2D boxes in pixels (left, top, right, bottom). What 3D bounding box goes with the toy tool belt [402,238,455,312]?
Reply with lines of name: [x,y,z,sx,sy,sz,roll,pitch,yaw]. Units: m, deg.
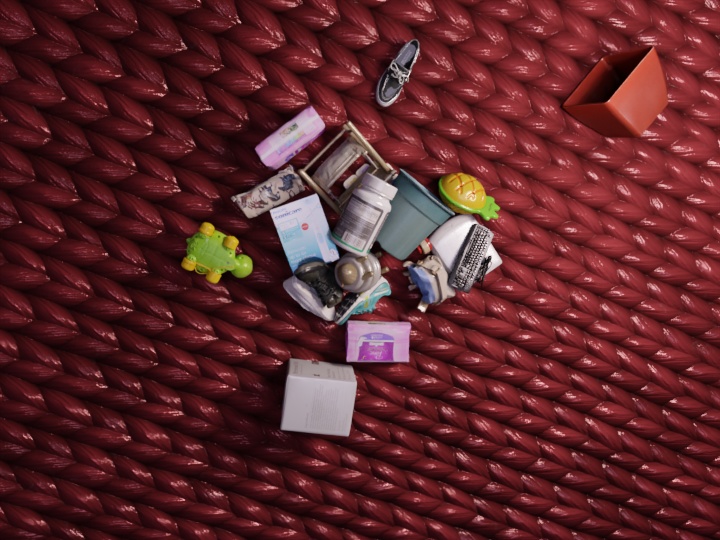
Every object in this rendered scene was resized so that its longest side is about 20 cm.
toy tool belt: [0.185,0.015,1.516,0.123,0.125,0.200,-30,102,-8]

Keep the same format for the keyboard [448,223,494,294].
keyboard: [0.339,-0.031,1.490,0.104,0.040,0.200,25,85,-13]

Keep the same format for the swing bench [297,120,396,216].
swing bench: [-0.039,-0.275,1.446,0.199,0.130,0.200,-44,103,3]

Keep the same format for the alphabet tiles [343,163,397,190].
alphabet tiles: [0.045,-0.213,1.528,0.196,0.015,0.200,-41,98,0]

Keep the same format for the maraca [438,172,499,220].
maraca: [0.318,-0.215,1.500,0.200,0.137,0.107,28,137,-2]

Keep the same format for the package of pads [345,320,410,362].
package of pads: [0.053,0.216,1.551,0.199,0.076,0.121,1,96,-6]

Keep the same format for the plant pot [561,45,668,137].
plant pot: [0.756,-0.494,1.484,0.176,0.200,0.200,40,92,-20]

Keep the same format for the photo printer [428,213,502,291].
photo printer: [0.308,-0.062,1.544,0.166,0.069,0.200,-36,99,-3]

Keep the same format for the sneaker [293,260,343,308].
sneaker: [-0.107,0.041,1.443,0.076,0.199,0.114,-28,68,17]

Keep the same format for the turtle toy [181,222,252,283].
turtle toy: [-0.403,-0.041,1.461,0.200,0.101,0.146,29,94,-9]

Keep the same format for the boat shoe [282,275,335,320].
boat shoe: [-0.151,0.086,1.504,0.068,0.072,0.200,-15,141,32]

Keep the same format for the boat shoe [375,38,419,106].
boat shoe: [0.110,-0.565,1.464,0.074,0.068,0.200,35,93,-8]

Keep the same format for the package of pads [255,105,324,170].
package of pads: [-0.194,-0.364,1.424,0.200,0.121,0.076,-38,99,0]

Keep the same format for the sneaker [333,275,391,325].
sneaker: [0.007,0.100,1.532,0.200,0.078,0.080,-39,110,-5]

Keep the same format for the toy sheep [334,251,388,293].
toy sheep: [0.000,0.000,1.468,0.138,0.200,0.138,2,95,31]

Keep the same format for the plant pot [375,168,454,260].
plant pot: [0.127,-0.148,1.447,0.200,0.200,0.196,38,103,-9]

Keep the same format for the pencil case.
pencil case: [-0.263,-0.223,1.462,0.200,0.078,0.090,-29,126,-1]

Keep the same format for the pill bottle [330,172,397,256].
pill bottle: [0.011,-0.148,1.357,0.113,0.113,0.200,27,101,-8]

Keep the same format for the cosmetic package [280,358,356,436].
cosmetic package: [-0.126,0.369,1.507,0.199,0.165,0.166,8,96,-8]

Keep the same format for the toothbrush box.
toothbrush box: [-0.159,-0.106,1.486,0.146,0.085,0.201,-19,97,-2]
